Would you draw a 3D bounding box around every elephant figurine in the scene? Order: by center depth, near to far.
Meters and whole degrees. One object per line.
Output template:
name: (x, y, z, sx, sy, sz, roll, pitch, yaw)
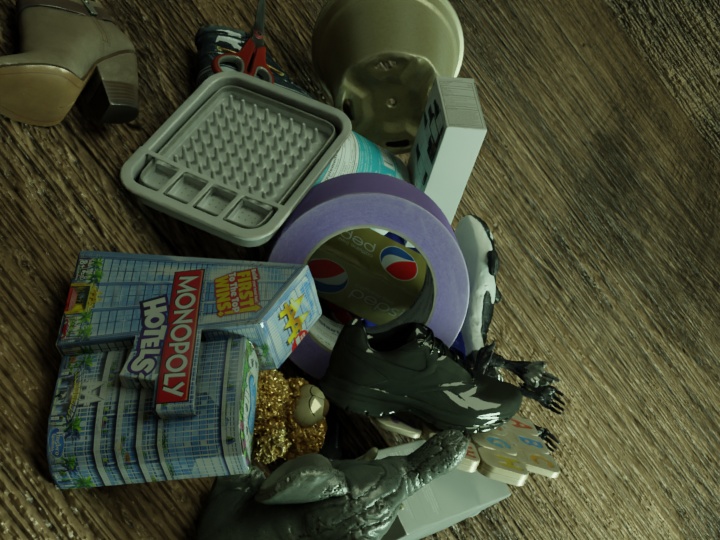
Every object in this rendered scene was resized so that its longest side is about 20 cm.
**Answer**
elephant figurine: (-0.032, 0.194, 0.862, 0.141, 0.200, 0.156, 37, 41, -33)

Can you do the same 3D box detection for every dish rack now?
dish rack: (-0.119, -0.107, 1.084, 0.171, 0.044, 0.200, 22, 53, 16)

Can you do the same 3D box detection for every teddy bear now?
teddy bear: (-0.098, 0.103, 0.972, 0.200, 0.067, 0.145, 41, 10, -17)

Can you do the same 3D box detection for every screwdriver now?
screwdriver: (-0.026, 0.126, 1.116, 0.029, 0.028, 0.200, 16, 39, -6)

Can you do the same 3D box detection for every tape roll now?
tape roll: (0.004, 0.010, 1.080, 0.200, 0.200, 0.085, 47, 10, -14)

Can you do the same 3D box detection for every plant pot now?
plant pot: (0.036, -0.241, 1.349, 0.200, 0.200, 0.184, 41, 23, -23)

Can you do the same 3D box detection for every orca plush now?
orca plush: (0.162, 0.030, 1.384, 0.071, 0.105, 0.201, 14, 51, -35)

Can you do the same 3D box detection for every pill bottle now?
pill bottle: (-0.045, -0.114, 1.234, 0.200, 0.111, 0.111, 25, 42, -41)

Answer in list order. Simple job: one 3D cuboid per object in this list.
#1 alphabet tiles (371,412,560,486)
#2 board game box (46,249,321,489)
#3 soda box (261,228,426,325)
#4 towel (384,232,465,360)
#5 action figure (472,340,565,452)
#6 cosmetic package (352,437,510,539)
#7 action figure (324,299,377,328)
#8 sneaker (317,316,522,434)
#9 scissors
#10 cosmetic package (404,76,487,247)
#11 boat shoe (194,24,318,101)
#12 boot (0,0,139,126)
alphabet tiles: (0.098, 0.149, 1.086, 0.195, 0.015, 0.200, 18, 15, -12)
board game box: (-0.134, 0.063, 0.857, 0.062, 0.199, 0.200, 76, 10, -46)
soda box: (0.000, 0.000, 1.166, 0.200, 0.068, 0.064, 27, 44, -9)
towel: (0.059, 0.009, 1.331, 0.148, 0.049, 0.200, 37, 34, -41)
action figure: (0.181, 0.155, 1.293, 0.200, 0.102, 0.119, 24, 83, -50)
cosmetic package: (0.045, 0.216, 1.052, 0.200, 0.107, 0.090, -4, 64, -57)
action figure: (0.010, 0.071, 1.200, 0.065, 0.052, 0.200, -6, 64, -52)
sneaker: (0.065, 0.096, 1.030, 0.199, 0.091, 0.076, 11, 14, -17)
scissors: (-0.114, -0.254, 1.246, 0.073, 0.014, 0.200, 34, 41, -14)
cosmetic package: (0.088, -0.119, 1.253, 0.050, 0.200, 0.083, 3, 51, -11)
boat shoe: (-0.106, -0.218, 1.281, 0.200, 0.071, 0.091, 20, 49, -42)
boot: (-0.294, -0.209, 1.028, 0.200, 0.070, 0.147, 8, 49, -53)
